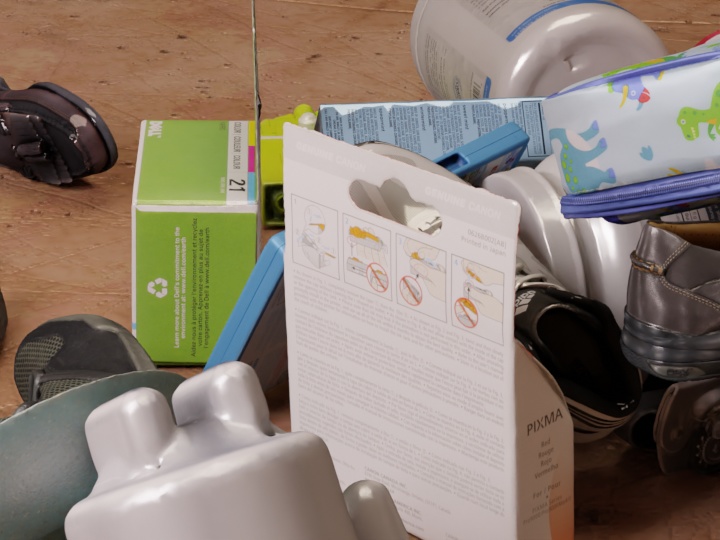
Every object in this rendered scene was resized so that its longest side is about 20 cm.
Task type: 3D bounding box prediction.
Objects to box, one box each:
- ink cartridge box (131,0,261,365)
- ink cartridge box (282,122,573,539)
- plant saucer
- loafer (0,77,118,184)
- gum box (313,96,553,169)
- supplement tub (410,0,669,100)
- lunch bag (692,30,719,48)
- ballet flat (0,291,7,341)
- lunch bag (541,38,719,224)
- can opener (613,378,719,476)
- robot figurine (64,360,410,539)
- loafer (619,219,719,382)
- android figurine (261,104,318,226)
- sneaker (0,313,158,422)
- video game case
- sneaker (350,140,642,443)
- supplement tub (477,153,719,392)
[{"bbox_3d":[-0.094,-0.064,1.543,0.076,0.200,0.148,-1,22,-2],"label":"ink cartridge box"},{"bbox_3d":[0.032,0.034,1.303,0.050,0.200,0.162,-20,30,-41],"label":"ink cartridge box"},{"bbox_3d":[-0.146,0.120,1.165,0.201,0.201,0.039,-19,65,-39],"label":"plant saucer"},{"bbox_3d":[-0.238,-0.089,1.802,0.063,0.072,0.200,-36,32,-26],"label":"loafer"},{"bbox_3d":[0.067,-0.054,1.598,0.200,0.045,0.170,-2,-19,-7],"label":"gum box"},{"bbox_3d":[0.122,-0.139,1.817,0.132,0.132,0.200,-6,22,-15],"label":"supplement tub"},{"bbox_3d":[0.304,-0.120,1.779,0.200,0.082,0.176,-9,-11,-13],"label":"lunch bag"},{"bbox_3d":[-0.240,0.040,1.486,0.046,0.067,0.200,-27,20,16],"label":"ballet flat"},{"bbox_3d":[0.192,-0.079,1.330,0.161,0.083,0.200,-10,5,34],"label":"lunch bag"},{"bbox_3d":[0.225,0.061,1.435,0.200,0.053,0.067,-14,27,-33],"label":"can opener"},{"bbox_3d":[-0.049,0.141,1.079,0.169,0.200,0.113,-16,-5,-20],"label":"robot figurine"},{"bbox_3d":[0.218,-0.003,1.270,0.200,0.072,0.073,-13,25,-23],"label":"loafer"},{"bbox_3d":[-0.009,-0.070,1.773,0.182,0.041,0.200,-1,24,-3],"label":"android figurine"},{"bbox_3d":[-0.156,0.080,1.354,0.114,0.076,0.199,-4,27,-28],"label":"sneaker"},{"bbox_3d":[0.000,0.000,1.465,0.200,0.143,0.018,-27,65,-42],"label":"video game case"},{"bbox_3d":[0.070,0.001,1.328,0.076,0.200,0.115,-47,0,-12],"label":"sneaker"},{"bbox_3d":[0.172,-0.006,1.481,0.200,0.141,0.140,-8,24,-20],"label":"supplement tub"}]
